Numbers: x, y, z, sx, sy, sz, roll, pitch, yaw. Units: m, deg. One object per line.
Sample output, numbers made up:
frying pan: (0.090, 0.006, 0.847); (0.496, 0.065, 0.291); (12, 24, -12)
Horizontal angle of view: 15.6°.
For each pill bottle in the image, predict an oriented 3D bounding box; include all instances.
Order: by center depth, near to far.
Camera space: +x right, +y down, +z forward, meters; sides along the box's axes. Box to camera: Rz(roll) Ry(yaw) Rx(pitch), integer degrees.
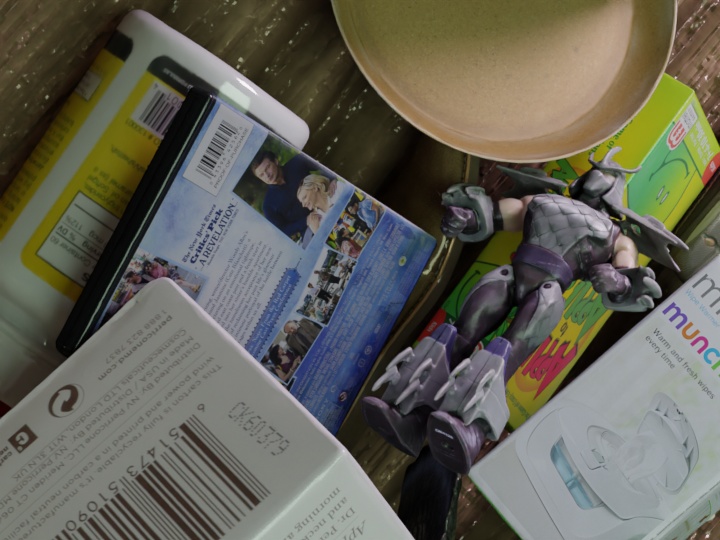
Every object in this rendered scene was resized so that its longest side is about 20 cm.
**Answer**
pill bottle: (-0.125, -0.021, 1.335); (0.114, 0.114, 0.200); (35, 90, -28)

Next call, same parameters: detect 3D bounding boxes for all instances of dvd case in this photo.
dvd case: (-0.052, 0.010, 1.311); (0.200, 0.018, 0.143); (31, 86, -49)

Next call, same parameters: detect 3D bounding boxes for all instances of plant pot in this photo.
plant pot: (0.073, -0.151, 1.394); (0.200, 0.027, 0.201); (4, 76, -18)

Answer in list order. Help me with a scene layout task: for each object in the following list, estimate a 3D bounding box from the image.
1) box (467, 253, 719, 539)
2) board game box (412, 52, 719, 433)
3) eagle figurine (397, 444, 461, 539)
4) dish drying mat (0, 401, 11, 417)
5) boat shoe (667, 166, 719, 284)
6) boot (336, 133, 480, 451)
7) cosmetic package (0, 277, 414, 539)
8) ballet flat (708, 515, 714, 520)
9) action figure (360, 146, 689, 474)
box: (0.161, 0.095, 1.415); (0.176, 0.200, 0.097); (-42, 78, 0)
board game box: (0.118, -0.012, 1.451); (0.200, 0.048, 0.102); (-54, 156, -5)
eagle figurine: (0.011, 0.197, 1.387); (0.200, 0.152, 0.151); (-32, 86, -19)
dish drying mat: (-0.231, 0.092, 1.375); (0.200, 0.018, 0.077); (23, 94, -28)
boat shoe: (0.250, -0.062, 1.517); (0.200, 0.073, 0.075); (-41, 121, -9)
boot: (0.000, 0.000, 1.427); (0.075, 0.074, 0.200); (25, 96, -19)
cosmetic package: (-0.070, 0.148, 1.238); (0.165, 0.165, 0.200); (-41, 136, -8)
ballet flat: (0.197, 0.108, 1.540); (0.200, 0.072, 0.072); (-39, 117, -10)
action figure: (0.085, 0.011, 1.349); (0.200, 0.130, 0.069); (-54, 140, -21)
